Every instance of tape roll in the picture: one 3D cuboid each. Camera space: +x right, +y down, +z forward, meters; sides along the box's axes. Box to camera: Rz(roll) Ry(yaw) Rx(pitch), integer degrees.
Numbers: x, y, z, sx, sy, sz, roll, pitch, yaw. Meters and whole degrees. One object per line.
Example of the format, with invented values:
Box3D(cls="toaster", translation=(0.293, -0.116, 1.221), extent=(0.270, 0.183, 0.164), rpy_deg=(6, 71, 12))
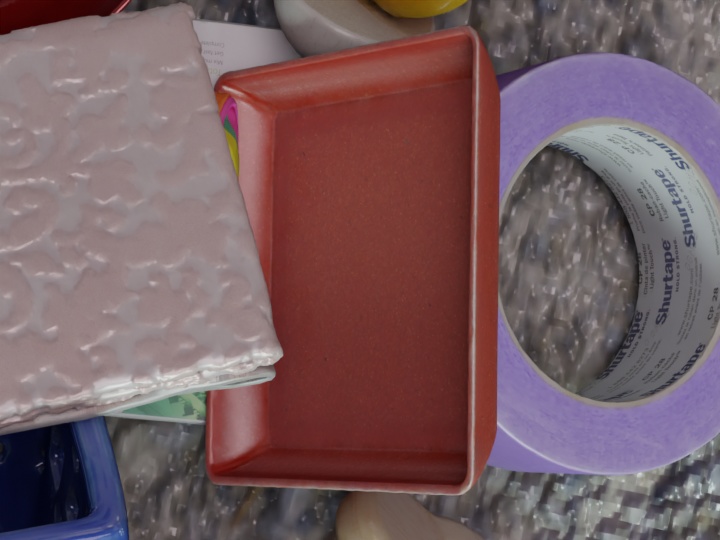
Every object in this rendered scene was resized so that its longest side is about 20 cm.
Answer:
Box3D(cls="tape roll", translation=(0.103, -0.001, 1.151), extent=(0.198, 0.085, 0.202), rpy_deg=(1, 87, -26))

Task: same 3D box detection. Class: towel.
Box3D(cls="towel", translation=(-0.148, -0.020, 1.019), extent=(0.198, 0.032, 0.192), rpy_deg=(-11, 64, -13))

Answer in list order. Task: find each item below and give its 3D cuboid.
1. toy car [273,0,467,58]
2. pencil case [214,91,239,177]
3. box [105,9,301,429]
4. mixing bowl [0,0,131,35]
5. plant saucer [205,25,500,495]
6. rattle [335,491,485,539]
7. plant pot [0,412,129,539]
Box3D(cls="toy car", translation=(0.007, -0.208, 1.145), extent=(0.200, 0.176, 0.150), rpy_deg=(41, 36, 17))
Box3D(cls="pencil case", translation=(-0.155, -0.051, 1.107), extent=(0.198, 0.088, 0.089), rpy_deg=(6, 85, 5))
Box3D(cls="box", translation=(-0.077, -0.023, 1.170), extent=(0.143, 0.036, 0.202), rpy_deg=(5, 86, -9))
Box3D(cls="mixing bowl", translation=(-0.190, -0.186, 1.125), extent=(0.198, 0.108, 0.202), rpy_deg=(1, 85, -10))
Box3D(cls="plant saucer", translation=(0.000, 0.000, 1.083), extent=(0.036, 0.199, 0.202), rpy_deg=(4, 85, -37))
Box3D(cls="rattle", translation=(0.006, 0.169, 1.167), extent=(0.200, 0.143, 0.130), rpy_deg=(51, 43, 5))
Box3D(cls="plant pot", translation=(-0.206, 0.137, 1.045), extent=(0.198, 0.200, 0.181), rpy_deg=(-10, 125, -10))
